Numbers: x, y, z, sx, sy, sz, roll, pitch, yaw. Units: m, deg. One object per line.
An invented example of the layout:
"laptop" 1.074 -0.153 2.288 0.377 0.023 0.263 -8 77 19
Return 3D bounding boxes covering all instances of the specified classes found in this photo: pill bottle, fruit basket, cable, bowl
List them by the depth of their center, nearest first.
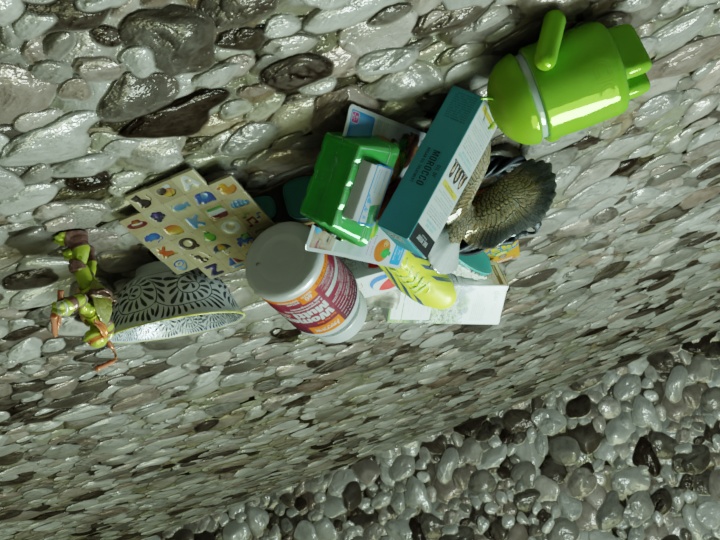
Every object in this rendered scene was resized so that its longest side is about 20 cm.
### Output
"fruit basket" 0.026 -0.097 1.264 0.199 0.094 0.186 13 99 -45
"pill bottle" -0.066 0.023 1.336 0.109 0.110 0.200 -23 150 11
"bowl" -0.270 0.038 1.423 0.199 0.095 0.201 -11 172 -2
"cable" 0.174 -0.096 1.470 0.198 0.051 0.164 -5 133 -2

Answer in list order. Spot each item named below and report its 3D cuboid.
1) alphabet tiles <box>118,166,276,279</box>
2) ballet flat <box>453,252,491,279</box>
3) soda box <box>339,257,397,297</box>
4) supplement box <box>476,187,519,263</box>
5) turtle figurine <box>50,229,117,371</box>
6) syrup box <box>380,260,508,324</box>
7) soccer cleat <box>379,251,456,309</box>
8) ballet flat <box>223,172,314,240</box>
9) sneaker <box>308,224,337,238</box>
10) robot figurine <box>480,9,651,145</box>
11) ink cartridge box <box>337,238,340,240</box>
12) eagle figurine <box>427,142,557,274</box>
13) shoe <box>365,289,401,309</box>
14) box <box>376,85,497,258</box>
"alphabet tiles" -0.205 -0.056 1.287 0.166 0.006 0.200 -20 141 17
"ballet flat" 0.124 -0.039 1.588 0.199 0.072 0.072 31 133 -32
"soda box" 0.000 0.000 1.496 0.199 0.064 0.068 -16 151 7
"supplement box" 0.221 -0.072 1.633 0.066 0.069 0.200 -19 162 6
"turtle figurine" -0.348 0.031 1.265 0.064 0.162 0.200 -20 160 4
"syrup box" 0.136 0.034 1.648 0.199 0.082 0.079 1 123 -13
"soccer cleat" 0.057 -0.010 1.398 0.065 0.200 0.084 -45 -169 8
"ballet flat" -0.102 -0.085 1.334 0.199 0.069 0.063 -11 169 6
"sneaker" -0.080 -0.057 1.406 0.200 0.085 0.077 -50 -171 30
"robot figurine" 0.241 -0.222 1.189 0.199 0.116 0.176 -20 154 5
"ink cartridge box" -0.019 -0.027 1.581 0.199 0.039 0.099 -7 156 -30
"eagle figurine" 0.154 -0.100 1.368 0.200 0.152 0.152 -34 170 27
"shoe" -0.025 0.038 1.576 0.199 0.054 0.070 -3 180 30
"box" 0.098 -0.122 1.245 0.201 0.049 0.082 -61 154 -6
